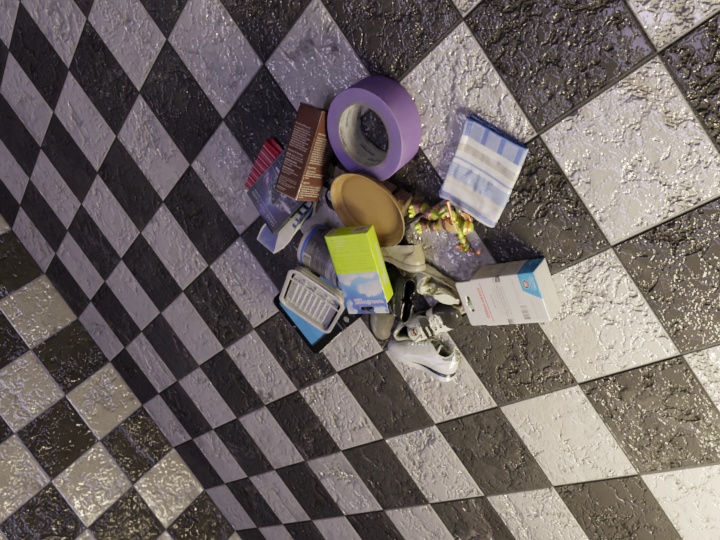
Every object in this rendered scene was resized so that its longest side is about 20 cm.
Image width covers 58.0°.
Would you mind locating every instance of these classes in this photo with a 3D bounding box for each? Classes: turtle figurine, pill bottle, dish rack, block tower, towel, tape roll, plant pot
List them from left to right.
[{"bbox_3d":[-0.224,-0.236,1.703,0.145,0.022,0.200,46,141,3],"label":"towel"},{"bbox_3d":[-0.122,0.071,1.689,0.169,0.044,0.201,33,146,1],"label":"dish rack"},{"bbox_3d":[-0.053,-0.024,1.633,0.197,0.113,0.116,30,135,21],"label":"pill bottle"},{"bbox_3d":[0.019,-0.138,1.447,0.196,0.028,0.203,28,145,21],"label":"plant pot"},{"bbox_3d":[0.022,-0.188,1.493,0.197,0.054,0.059,31,135,21],"label":"block tower"},{"bbox_3d":[0.028,-0.301,1.383,0.196,0.085,0.205,22,131,28],"label":"tape roll"},{"bbox_3d":[0.180,-0.110,1.388,0.158,0.066,0.200,18,162,39],"label":"turtle figurine"},{"bbox_3d":[0.243,-0.196,1.312,0.145,0.024,0.203,34,136,17],"label":"towel"}]

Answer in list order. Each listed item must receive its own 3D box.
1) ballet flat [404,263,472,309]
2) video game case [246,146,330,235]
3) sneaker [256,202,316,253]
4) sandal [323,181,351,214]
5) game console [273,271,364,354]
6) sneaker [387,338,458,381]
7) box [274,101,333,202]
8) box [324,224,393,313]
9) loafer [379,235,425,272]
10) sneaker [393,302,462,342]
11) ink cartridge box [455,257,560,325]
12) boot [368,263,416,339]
[{"bbox_3d":[0.171,0.036,1.511,0.196,0.069,0.071,25,133,27],"label":"ballet flat"},{"bbox_3d":[-0.178,-0.208,1.573,0.200,0.019,0.144,-44,65,17],"label":"video game case"},{"bbox_3d":[-0.165,-0.132,1.640,0.080,0.115,0.201,40,101,9],"label":"sneaker"},{"bbox_3d":[-0.036,-0.148,1.551,0.199,0.075,0.048,41,94,11],"label":"sandal"},{"bbox_3d":[-0.114,0.096,1.771,0.201,0.118,0.170,50,139,0],"label":"game console"},{"bbox_3d":[0.160,0.204,1.650,0.195,0.076,0.083,19,119,25],"label":"sneaker"},{"bbox_3d":[-0.115,-0.264,1.464,0.074,0.099,0.205,27,104,24],"label":"box"},{"bbox_3d":[0.000,0.000,1.506,0.119,0.048,0.205,-3,116,31],"label":"box"},{"bbox_3d":[0.077,-0.055,1.528,0.197,0.075,0.071,22,109,36],"label":"loafer"},{"bbox_3d":[0.160,0.137,1.580,0.198,0.088,0.075,-24,102,46],"label":"sneaker"},{"bbox_3d":[0.313,0.048,1.391,0.196,0.067,0.118,-8,114,44],"label":"ink cartridge box"},{"bbox_3d":[0.077,0.096,1.568,0.131,0.066,0.206,-135,48,-58],"label":"boot"}]
